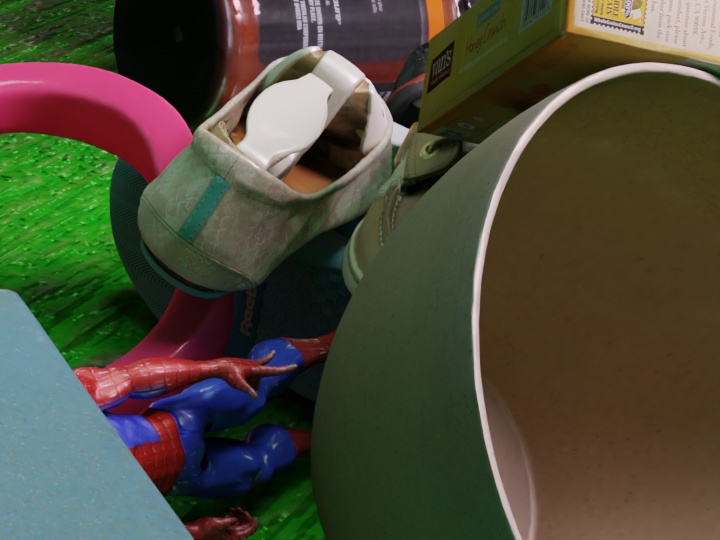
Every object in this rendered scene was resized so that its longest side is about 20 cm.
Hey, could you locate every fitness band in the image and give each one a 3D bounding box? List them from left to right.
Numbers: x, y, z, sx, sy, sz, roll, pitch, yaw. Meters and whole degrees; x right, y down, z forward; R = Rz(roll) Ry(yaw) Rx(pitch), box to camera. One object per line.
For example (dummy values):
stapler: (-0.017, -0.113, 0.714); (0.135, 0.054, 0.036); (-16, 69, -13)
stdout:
fitness band: (-0.122, -0.006, 0.841); (0.143, 0.038, 0.200); (-9, 41, -10)

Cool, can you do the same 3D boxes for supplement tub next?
supplement tub: (-0.023, -0.125, 1.203); (0.199, 0.107, 0.107); (-6, 26, -41)

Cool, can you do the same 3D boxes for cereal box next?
cereal box: (0.134, -0.056, 0.758); (0.199, 0.040, 0.144); (11, -12, -14)

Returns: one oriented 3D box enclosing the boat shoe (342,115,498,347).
boat shoe: (0.041, -0.034, 0.846); (0.074, 0.067, 0.200); (17, 24, 3)

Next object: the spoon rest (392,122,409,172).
spoon rest: (0.025, -0.048, 0.983); (0.199, 0.099, 0.061); (-19, 59, 3)

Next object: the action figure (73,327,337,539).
action figure: (-0.054, 0.056, 0.758); (0.052, 0.066, 0.200); (21, 21, 37)

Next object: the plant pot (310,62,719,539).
plant pot: (0.063, 0.053, 0.696); (0.200, 0.201, 0.134); (-8, -8, -42)

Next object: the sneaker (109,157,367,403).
sneaker: (0.000, 0.000, 0.927); (0.200, 0.080, 0.130); (33, 28, 33)

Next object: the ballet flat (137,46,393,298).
ballet flat: (-0.020, -0.047, 0.839); (0.067, 0.062, 0.200); (32, 26, 1)

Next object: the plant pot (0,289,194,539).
plant pot: (-0.097, 0.119, 0.467); (0.141, 0.142, 0.200); (-5, 33, -37)

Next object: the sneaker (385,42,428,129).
sneaker: (0.106, -0.076, 1.119); (0.199, 0.071, 0.098); (5, 31, -6)
